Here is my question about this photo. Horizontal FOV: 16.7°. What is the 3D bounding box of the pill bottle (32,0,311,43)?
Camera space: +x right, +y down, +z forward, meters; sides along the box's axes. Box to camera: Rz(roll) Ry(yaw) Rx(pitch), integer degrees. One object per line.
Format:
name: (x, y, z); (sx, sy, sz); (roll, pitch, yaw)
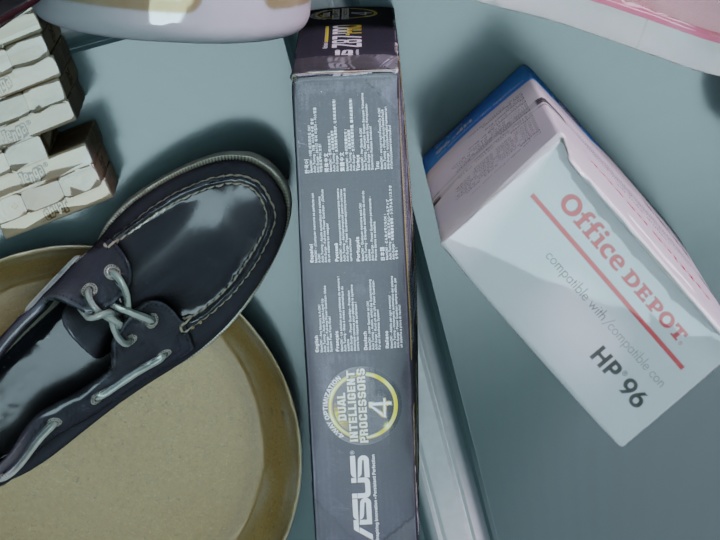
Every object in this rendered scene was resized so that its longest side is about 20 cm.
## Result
pill bottle: (-0.073, -0.201, 1.002); (0.119, 0.120, 0.202); (4, 104, -2)

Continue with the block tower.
block tower: (-0.164, -0.116, 1.055); (0.057, 0.054, 0.201); (-21, 104, 3)

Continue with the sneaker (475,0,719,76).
sneaker: (0.087, -0.159, 1.038); (0.199, 0.075, 0.105); (16, 108, -13)

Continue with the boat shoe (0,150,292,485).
boat shoe: (-0.108, 0.027, 1.061); (0.200, 0.063, 0.073); (-39, 102, 8)

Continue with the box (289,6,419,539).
box: (0.000, 0.000, 1.033); (0.049, 0.161, 0.202); (-3, 105, 0)

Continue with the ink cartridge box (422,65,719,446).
ink cartridge box: (0.089, -0.006, 1.013); (0.068, 0.200, 0.116); (-41, 101, 9)

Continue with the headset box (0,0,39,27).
headset box: (-0.220, -0.137, 0.983); (0.199, 0.075, 0.149); (-25, 100, 40)

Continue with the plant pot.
plant pot: (-0.126, 0.083, 1.121); (0.198, 0.028, 0.202); (0, 104, -2)
